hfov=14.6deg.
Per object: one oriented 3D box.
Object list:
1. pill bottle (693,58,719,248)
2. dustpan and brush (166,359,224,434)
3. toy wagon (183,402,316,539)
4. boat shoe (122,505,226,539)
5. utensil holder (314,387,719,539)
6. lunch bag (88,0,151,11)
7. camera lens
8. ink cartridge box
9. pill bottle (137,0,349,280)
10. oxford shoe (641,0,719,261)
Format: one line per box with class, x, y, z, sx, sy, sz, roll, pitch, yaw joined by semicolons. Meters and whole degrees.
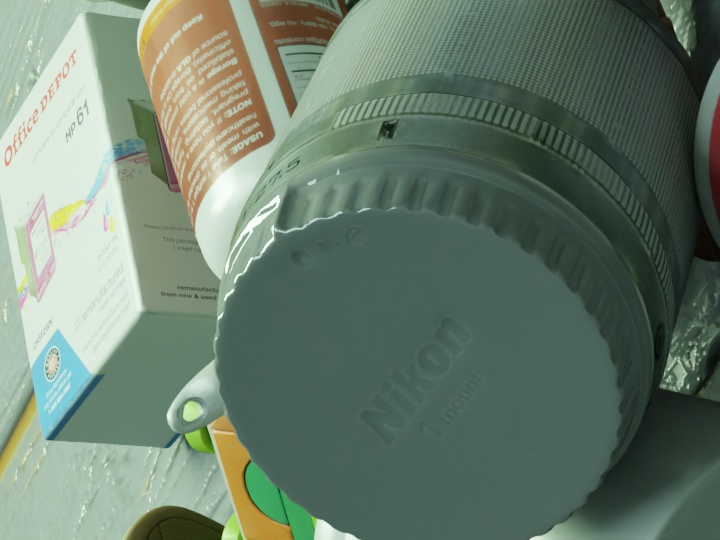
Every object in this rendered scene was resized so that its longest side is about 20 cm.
pill bottle;0.217;-0.033;0.961;0.200;0.119;0.120;17;100;59
dustpan and brush;0.000;0.000;1.163;0.140;0.200;0.057;52;152;-5
toy wagon;-0.008;0.081;1.230;0.155;0.040;0.200;3;121;35
boat shoe;-0.046;0.195;1.339;0.200;0.073;0.063;48;154;-8
utensil holder;0.101;0.125;1.091;0.200;0.170;0.170;11;95;59
lunch bag;-0.100;-0.222;1.457;0.164;0.200;0.118;-58;39;37
camera lens;0.041;-0.012;1.030;0.160;0.160;0.200;-61;3;35
ink cartridge box;-0.132;-0.023;1.583;0.145;0.084;0.200;-50;44;46
pill bottle;-0.038;-0.058;1.412;0.112;0.112;0.200;-56;40;40
oxford shoe;0.109;-0.081;1.204;0.071;0.071;0.200;-25;52;5
